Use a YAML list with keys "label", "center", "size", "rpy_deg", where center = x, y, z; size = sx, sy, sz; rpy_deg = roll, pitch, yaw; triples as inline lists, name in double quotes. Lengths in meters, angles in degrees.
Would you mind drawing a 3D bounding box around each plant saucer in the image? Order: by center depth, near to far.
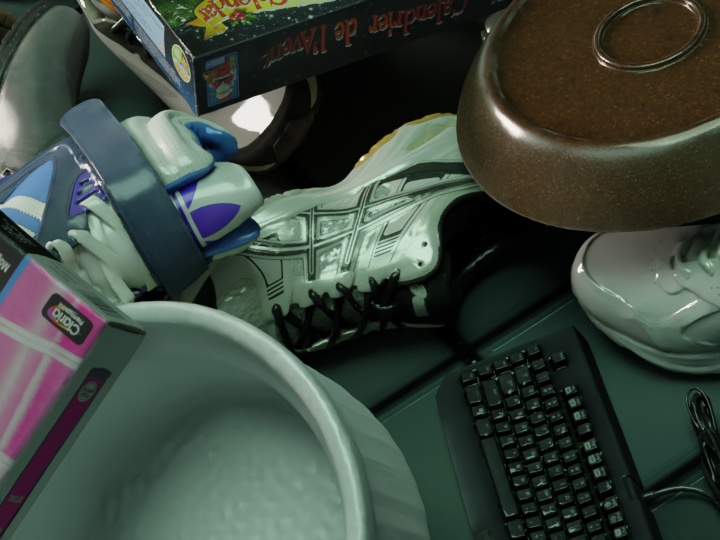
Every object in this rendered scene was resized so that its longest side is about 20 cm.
- label: "plant saucer"
  center: [0.135, -0.099, 1.084]
  size: [0.200, 0.034, 0.200]
  rpy_deg: [-14, 41, 13]

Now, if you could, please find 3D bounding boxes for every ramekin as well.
- label: "ramekin"
  center: [-0.069, 0.119, 0.960]
  size: [0.200, 0.098, 0.201]
  rpy_deg: [-6, 76, 24]

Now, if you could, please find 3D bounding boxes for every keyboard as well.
- label: "keyboard"
  center: [0.110, 0.099, 1.025]
  size: [0.127, 0.021, 0.200]
  rpy_deg: [-18, 46, 2]

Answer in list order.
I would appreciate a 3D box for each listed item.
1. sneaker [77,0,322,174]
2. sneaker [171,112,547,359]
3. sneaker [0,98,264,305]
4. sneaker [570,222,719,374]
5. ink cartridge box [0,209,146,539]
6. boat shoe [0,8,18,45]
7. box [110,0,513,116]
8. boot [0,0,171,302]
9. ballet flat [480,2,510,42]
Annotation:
- label: "sneaker"
  center: [-0.095, -0.118, 1.235]
  size: [0.200, 0.079, 0.074]
  rpy_deg: [44, 104, 36]
- label: "sneaker"
  center: [0.000, 0.000, 1.115]
  size: [0.200, 0.076, 0.088]
  rpy_deg: [-36, 47, -15]
- label: "sneaker"
  center: [-0.116, -0.005, 1.043]
  size: [0.146, 0.081, 0.200]
  rpy_deg: [-21, 26, 19]
- label: "sneaker"
  center: [0.185, -0.005, 1.041]
  size: [0.200, 0.099, 0.078]
  rpy_deg: [6, 52, 23]
- label: "ink cartridge box"
  center: [-0.177, 0.078, 0.949]
  size: [0.095, 0.037, 0.200]
  rpy_deg: [37, 98, 27]
- label: "boat shoe"
  center: [-0.267, -0.069, 1.282]
  size: [0.202, 0.075, 0.075]
  rpy_deg: [-38, 27, -18]
- label: "box"
  center: [-0.022, -0.159, 1.167]
  size: [0.200, 0.038, 0.137]
  rpy_deg: [-21, 48, -20]
- label: "boot"
  center: [-0.135, -0.050, 1.222]
  size: [0.132, 0.070, 0.200]
  rpy_deg: [4, 60, 17]
- label: "ballet flat"
  center: [0.093, -0.125, 1.203]
  size: [0.067, 0.067, 0.200]
  rpy_deg: [-29, 35, 35]
